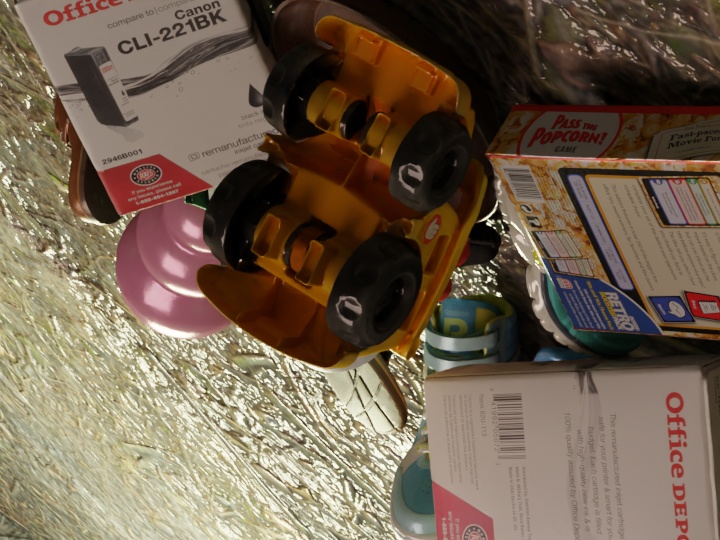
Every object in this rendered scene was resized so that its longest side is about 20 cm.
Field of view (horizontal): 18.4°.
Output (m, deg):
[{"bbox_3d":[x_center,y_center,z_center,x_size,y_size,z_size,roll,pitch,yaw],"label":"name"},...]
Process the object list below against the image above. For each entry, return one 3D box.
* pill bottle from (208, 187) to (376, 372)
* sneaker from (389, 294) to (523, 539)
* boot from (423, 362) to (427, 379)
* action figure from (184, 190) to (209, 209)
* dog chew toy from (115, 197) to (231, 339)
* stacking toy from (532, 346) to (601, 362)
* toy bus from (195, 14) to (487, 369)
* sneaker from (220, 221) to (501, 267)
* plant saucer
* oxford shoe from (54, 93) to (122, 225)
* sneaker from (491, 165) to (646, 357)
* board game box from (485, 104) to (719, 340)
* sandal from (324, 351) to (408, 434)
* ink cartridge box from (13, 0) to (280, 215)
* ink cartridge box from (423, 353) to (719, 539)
[{"bbox_3d":[-0.037,-0.014,1.693,0.112,0.113,0.201,29,155,33],"label":"pill bottle"},{"bbox_3d":[0.064,0.096,1.620,0.079,0.201,0.131,6,131,19],"label":"sneaker"},{"bbox_3d":[0.125,0.136,1.750,0.199,0.075,0.108,32,152,31],"label":"boot"},{"bbox_3d":[-0.098,-0.076,1.715,0.055,0.118,0.200,34,168,42],"label":"action figure"},{"bbox_3d":[-0.135,-0.025,1.850,0.124,0.125,0.200,40,150,6],"label":"dog chew toy"},{"bbox_3d":[0.132,0.165,1.597,0.115,0.201,0.110,30,158,10],"label":"stacking toy"},{"bbox_3d":[0.018,-0.043,1.419,0.135,0.201,0.191,31,-168,30],"label":"toy bus"},{"bbox_3d":[0.000,0.000,1.571,0.074,0.198,0.089,-100,9,-72],"label":"sneaker"},{"bbox_3d":[0.025,-0.116,1.496,0.200,0.035,0.201,37,159,17],"label":"plant saucer"},{"bbox_3d":[-0.202,-0.106,1.692,0.071,0.201,0.071,-18,133,21],"label":"oxford shoe"},{"bbox_3d":[0.147,-0.013,1.424,0.079,0.078,0.201,9,144,36],"label":"sneaker"},{"bbox_3d":[0.189,-0.025,1.289,0.199,0.046,0.152,5,138,37],"label":"board game box"},{"bbox_3d":[-0.007,0.044,1.845,0.080,0.054,0.201,-13,107,59],"label":"sandal"},{"bbox_3d":[-0.137,-0.153,1.530,0.084,0.143,0.201,-99,-10,-48],"label":"ink cartridge box"},{"bbox_3d":[0.151,0.134,1.480,0.198,0.083,0.148,-3,93,25],"label":"ink cartridge box"}]
